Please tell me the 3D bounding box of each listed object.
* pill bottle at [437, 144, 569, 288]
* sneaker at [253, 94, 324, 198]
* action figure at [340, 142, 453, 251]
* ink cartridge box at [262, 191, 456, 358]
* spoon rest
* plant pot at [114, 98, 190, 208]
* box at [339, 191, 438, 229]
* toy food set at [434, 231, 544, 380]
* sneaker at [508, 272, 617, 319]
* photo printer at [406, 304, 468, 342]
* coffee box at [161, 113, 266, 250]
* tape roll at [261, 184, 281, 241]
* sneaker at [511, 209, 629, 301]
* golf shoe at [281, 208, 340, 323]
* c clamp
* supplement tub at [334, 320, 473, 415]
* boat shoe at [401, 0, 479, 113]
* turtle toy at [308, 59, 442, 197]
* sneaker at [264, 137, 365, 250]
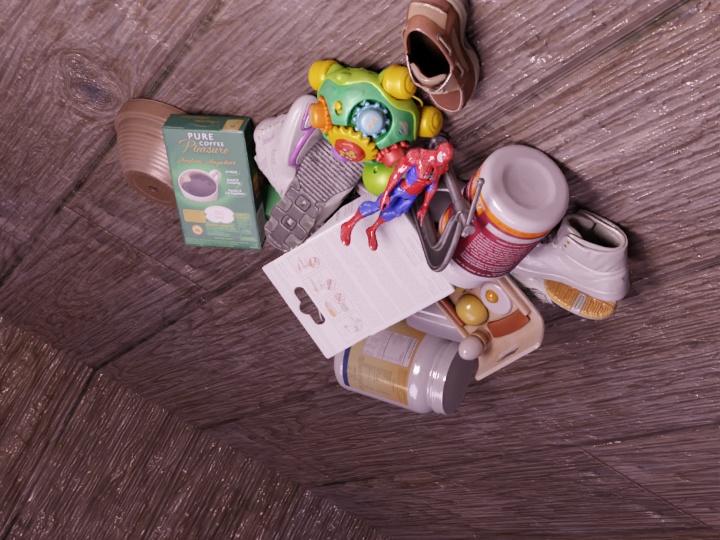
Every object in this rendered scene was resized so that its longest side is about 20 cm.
[{"bbox_3d":[0.162,-0.057,1.624,0.113,0.113,0.200,28,148,-5],"label":"pill bottle"},{"bbox_3d":[-0.102,-0.172,1.750,0.100,0.075,0.200,46,150,13],"label":"sneaker"},{"bbox_3d":[0.050,-0.089,1.583,0.065,0.052,0.200,14,139,-28],"label":"action figure"},{"bbox_3d":[0.000,0.000,1.736,0.199,0.057,0.163,-27,111,20],"label":"ink cartridge box"},{"bbox_3d":[0.074,-0.098,1.745,0.199,0.061,0.099,21,158,15],"label":"spoon rest"},{"bbox_3d":[-0.283,-0.156,1.972,0.200,0.093,0.201,22,160,9],"label":"plant pot"},{"bbox_3d":[0.066,-0.048,1.882,0.200,0.036,0.143,34,166,-23],"label":"box"},{"bbox_3d":[0.138,0.044,1.793,0.200,0.060,0.143,50,140,-3],"label":"toy food set"},{"bbox_3d":[0.255,0.011,1.792,0.199,0.076,0.088,28,167,22],"label":"sneaker"},{"bbox_3d":[0.145,0.064,1.967,0.166,0.070,0.200,15,173,4],"label":"photo printer"},{"bbox_3d":[-0.201,-0.123,1.879,0.122,0.044,0.201,3,127,15],"label":"coffee box"},{"bbox_3d":[-0.077,-0.054,1.993,0.200,0.048,0.200,29,168,7],"label":"tape roll"},{"bbox_3d":[0.246,-0.041,1.687,0.199,0.074,0.116,18,146,21],"label":"sneaker"},{"bbox_3d":[-0.060,-0.015,1.857,0.094,0.201,0.078,-13,170,39],"label":"golf shoe"},{"bbox_3d":[0.102,-0.092,1.603,0.027,0.200,0.171,3,127,-18],"label":"c clamp"},{"bbox_3d":[0.072,0.151,2.208,0.199,0.145,0.145,16,157,24],"label":"supplement tub"},{"bbox_3d":[0.078,-0.224,1.428,0.075,0.072,0.200,17,157,21],"label":"boat shoe"},{"bbox_3d":[0.015,-0.165,1.596,0.145,0.101,0.200,10,154,35],"label":"turtle toy"},{"bbox_3d":[-0.045,-0.116,1.741,0.074,0.088,0.200,46,118,3],"label":"sneaker"}]
